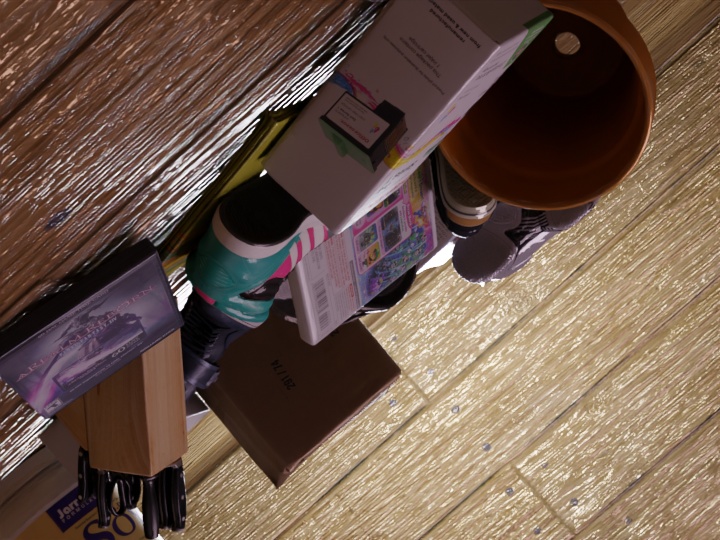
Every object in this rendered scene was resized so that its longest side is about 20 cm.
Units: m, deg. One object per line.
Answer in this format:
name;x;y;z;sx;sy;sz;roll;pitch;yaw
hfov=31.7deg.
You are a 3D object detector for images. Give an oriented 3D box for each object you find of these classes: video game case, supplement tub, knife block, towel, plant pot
video game case;-0.209;0.051;0.989;0.143;0.019;0.200;-35;168;-12
supplement tub;-0.309;0.299;1.392;0.145;0.200;0.145;-41;174;-5
knife block;-0.193;0.146;1.154;0.200;0.176;0.064;-45;174;27
towel;-0.108;-0.061;0.994;0.200;0.018;0.086;-46;178;29
plant pot;0.180;-0.186;1.180;0.200;0.200;0.183;-46;-172;35
video game case;-0.001;-0.053;1.186;0.182;0.024;0.200;-38;139;-29

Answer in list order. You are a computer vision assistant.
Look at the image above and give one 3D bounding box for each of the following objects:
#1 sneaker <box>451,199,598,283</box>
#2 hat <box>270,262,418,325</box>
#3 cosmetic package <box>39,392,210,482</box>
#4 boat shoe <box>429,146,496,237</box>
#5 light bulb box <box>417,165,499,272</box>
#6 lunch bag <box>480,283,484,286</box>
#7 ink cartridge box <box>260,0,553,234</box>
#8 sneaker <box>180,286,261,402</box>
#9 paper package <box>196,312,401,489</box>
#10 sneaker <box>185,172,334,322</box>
sneaker;0.190;-0.056;1.443;0.200;0.075;0.115;-37;174;3
hat;0.000;0.000;1.307;0.201;0.081;0.201;-19;131;-23
cosmetic package;-0.248;0.163;1.361;0.108;0.085;0.200;-45;172;6
boat shoe;0.101;-0.117;1.256;0.062;0.075;0.200;97;-6;-52
light bulb box;0.107;-0.109;1.472;0.200;0.125;0.198;-44;173;14
lunch bag;0.203;-0.077;2.095;0.118;0.164;0.200;-36;174;-3
ink cartridge box;0.035;-0.137;0.958;0.200;0.084;0.145;-47;176;30
sneaker;-0.167;0.071;1.253;0.146;0.077;0.202;-44;175;-4
paper package;-0.084;0.107;1.443;0.191;0.200;0.103;-38;173;-21
sneaker;-0.073;-0.019;1.045;0.200;0.084;0.121;-28;159;-54
